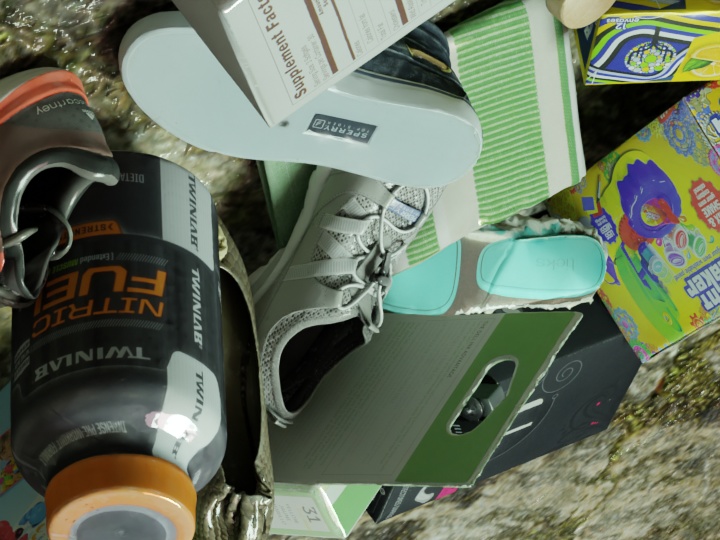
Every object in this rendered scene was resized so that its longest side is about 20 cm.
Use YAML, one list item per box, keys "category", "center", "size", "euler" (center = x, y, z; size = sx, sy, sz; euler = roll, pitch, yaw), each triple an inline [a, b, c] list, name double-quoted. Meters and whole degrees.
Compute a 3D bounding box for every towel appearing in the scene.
- category: "towel"
  center: [0.035, -0.068, 1.630]
  size: [0.200, 0.023, 0.153]
  euler: [-27, 136, -17]

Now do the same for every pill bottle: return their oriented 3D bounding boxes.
- category: "pill bottle"
  center: [-0.119, 0.047, 1.430]
  size: [0.106, 0.200, 0.106]
  euler: [-3, 142, -3]

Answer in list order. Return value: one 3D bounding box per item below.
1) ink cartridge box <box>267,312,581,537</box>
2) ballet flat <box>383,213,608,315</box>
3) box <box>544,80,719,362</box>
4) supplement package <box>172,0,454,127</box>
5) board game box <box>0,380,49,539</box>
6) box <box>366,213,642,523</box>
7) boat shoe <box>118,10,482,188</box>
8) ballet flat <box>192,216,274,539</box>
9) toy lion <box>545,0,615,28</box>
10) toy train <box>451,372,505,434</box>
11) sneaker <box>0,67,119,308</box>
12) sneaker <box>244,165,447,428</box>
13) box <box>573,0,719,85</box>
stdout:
- category: "ink cartridge box"
  center: [0.015, 0.083, 1.601]
  size: [0.146, 0.200, 0.048]
  euler: [-54, 132, -39]
- category: "ballet flat"
  center: [0.053, -0.005, 1.732]
  size: [0.200, 0.072, 0.072]
  euler: [5, 135, -29]
- category: "box"
  center: [0.251, -0.060, 1.751]
  size: [0.192, 0.122, 0.200]
  euler: [-30, 176, -26]
- category: "supplement package"
  center: [-0.002, -0.183, 1.315]
  size: [0.200, 0.117, 0.117]
  euler: [-35, 155, -5]
- category: "board game box"
  center: [-0.148, 0.161, 1.503]
  size: [0.105, 0.200, 0.103]
  euler: [-45, 127, 9]
- category: "box"
  center: [0.074, 0.057, 1.828]
  size: [0.200, 0.106, 0.122]
  euler: [-20, 149, -33]
- category: "boat shoe"
  center: [-0.035, -0.104, 1.472]
  size: [0.200, 0.091, 0.071]
  euler: [16, 127, -27]
- category: "ballet flat"
  center: [-0.077, 0.053, 1.530]
  size: [0.067, 0.200, 0.046]
  euler: [-1, 164, -26]
- category: "toy lion"
  center: [0.115, -0.224, 1.475]
  size: [0.200, 0.069, 0.192]
  euler: [5, 125, -55]
- category: "toy train"
  center: [0.004, 0.082, 1.720]
  size: [0.034, 0.200, 0.046]
  euler: [-45, 125, -42]
- category: "sneaker"
  center: [-0.195, -0.007, 1.402]
  size: [0.200, 0.082, 0.077]
  euler: [-46, 153, 17]
- category: "sneaker"
  center: [0.000, 0.000, 1.576]
  size: [0.075, 0.082, 0.200]
  euler: [19, 112, -42]
- category: "box"
  center: [0.220, -0.151, 1.614]
  size: [0.200, 0.070, 0.064]
  euler: [-3, 146, -8]
